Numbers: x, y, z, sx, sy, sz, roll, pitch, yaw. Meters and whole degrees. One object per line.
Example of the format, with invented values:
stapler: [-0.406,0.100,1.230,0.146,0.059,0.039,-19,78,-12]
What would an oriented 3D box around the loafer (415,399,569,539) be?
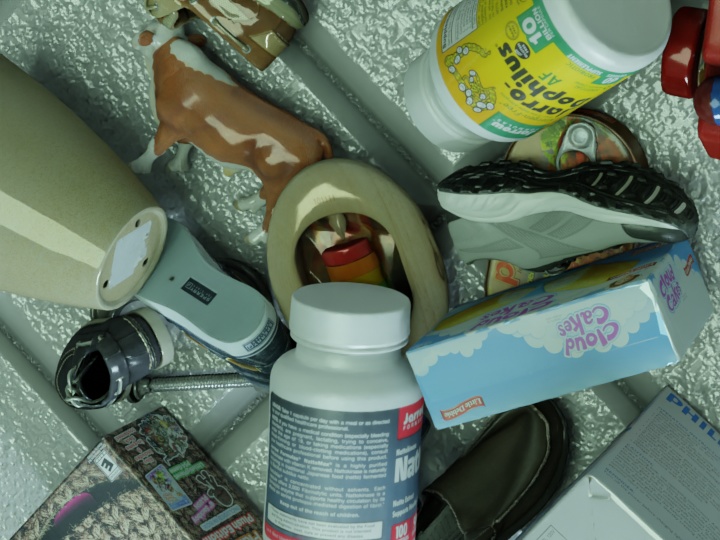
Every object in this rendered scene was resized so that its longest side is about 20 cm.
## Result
loafer: [0.091,0.182,1.632,0.073,0.071,0.200,37,97,34]

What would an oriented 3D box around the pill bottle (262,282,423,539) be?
pill bottle: [-0.012,0.117,1.572,0.120,0.120,0.200,9,106,20]

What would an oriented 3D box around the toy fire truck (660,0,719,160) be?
toy fire truck: [0.261,-0.170,1.424,0.112,0.168,0.200,14,111,19]

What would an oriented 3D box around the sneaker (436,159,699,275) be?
sneaker: [0.155,-0.035,1.533,0.200,0.074,0.079,4,117,29]

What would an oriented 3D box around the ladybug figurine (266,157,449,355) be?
ladybug figurine: [0.000,0.000,1.632,0.136,0.072,0.200,-12,111,9]

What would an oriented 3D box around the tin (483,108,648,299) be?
tin: [0.157,-0.027,1.588,0.112,0.042,0.200,14,111,14]

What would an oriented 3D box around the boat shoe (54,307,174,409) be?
boat shoe: [-0.223,0.081,1.727,0.073,0.063,0.200,61,148,0]

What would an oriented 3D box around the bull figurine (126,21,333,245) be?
bull figurine: [-0.117,-0.114,1.663,0.200,0.065,0.121,33,120,13]

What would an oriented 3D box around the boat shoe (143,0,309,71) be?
boat shoe: [-0.139,-0.225,1.619,0.200,0.076,0.074,31,93,11]

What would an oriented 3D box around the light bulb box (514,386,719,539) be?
light bulb box: [0.188,0.219,1.560,0.125,0.200,0.198,44,117,7]

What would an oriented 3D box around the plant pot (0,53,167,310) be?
plant pot: [-0.262,-0.054,1.659,0.200,0.187,0.187,29,115,20]

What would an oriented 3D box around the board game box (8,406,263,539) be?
board game box: [-0.174,0.249,1.773,0.200,0.097,0.159,47,118,9]

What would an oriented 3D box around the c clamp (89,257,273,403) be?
c clamp: [-0.137,0.072,1.749,0.200,0.027,0.171,1,107,22]

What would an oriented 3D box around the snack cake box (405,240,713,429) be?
snack cake box: [0.148,0.045,1.530,0.200,0.115,0.067,-18,98,26]

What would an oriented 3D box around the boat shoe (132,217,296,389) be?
boat shoe: [-0.124,0.031,1.689,0.071,0.091,0.200,-46,47,-8]

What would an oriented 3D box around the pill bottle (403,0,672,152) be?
pill bottle: [0.120,-0.160,1.496,0.200,0.113,0.113,-30,93,50]

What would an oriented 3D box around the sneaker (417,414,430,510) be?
sneaker: [0.023,0.196,1.704,0.085,0.077,0.200,28,123,2]
